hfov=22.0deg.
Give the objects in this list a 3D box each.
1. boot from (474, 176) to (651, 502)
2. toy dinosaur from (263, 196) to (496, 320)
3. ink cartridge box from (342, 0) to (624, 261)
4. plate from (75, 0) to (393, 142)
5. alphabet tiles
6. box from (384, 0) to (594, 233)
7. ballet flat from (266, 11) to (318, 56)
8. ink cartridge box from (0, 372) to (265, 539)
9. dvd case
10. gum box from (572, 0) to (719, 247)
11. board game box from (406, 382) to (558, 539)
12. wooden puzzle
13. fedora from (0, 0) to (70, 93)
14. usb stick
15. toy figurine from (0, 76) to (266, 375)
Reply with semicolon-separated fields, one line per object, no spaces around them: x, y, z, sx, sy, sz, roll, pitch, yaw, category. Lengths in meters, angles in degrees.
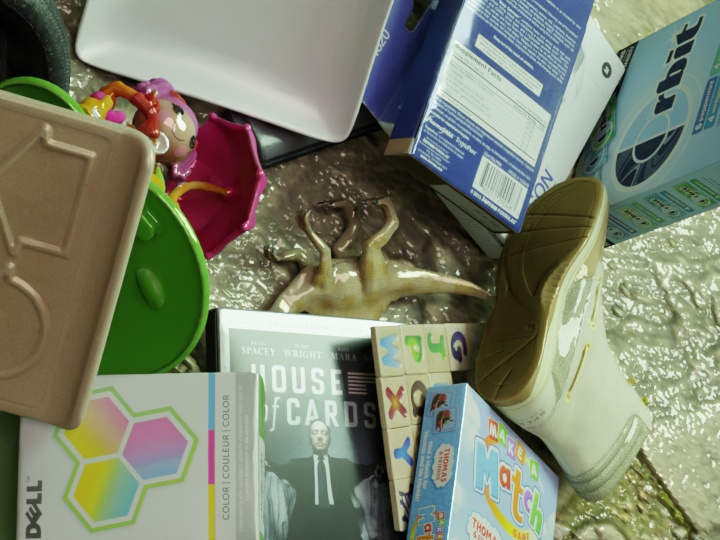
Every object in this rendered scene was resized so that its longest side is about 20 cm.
0.161;0.049;1.347;0.155;0.072;0.201;47;51;-37;boot
0.000;0.000;1.312;0.198;0.058;0.102;-9;98;-25;toy dinosaur
0.098;-0.145;1.363;0.200;0.040;0.200;47;60;-31;ink cartridge box
-0.073;-0.204;1.238;0.198;0.201;0.032;17;27;-6;plate
0.061;0.137;1.274;0.167;0.007;0.202;1;80;-60;alphabet tiles
0.096;-0.142;1.312;0.121;0.032;0.201;33;70;-36;box
-0.091;-0.203;1.304;0.064;0.076;0.200;-41;95;2;ballet flat
-0.157;0.120;1.126;0.198;0.059;0.105;-1;74;0;ink cartridge box
-0.030;0.128;1.209;0.149;0.025;0.202;5;75;-32;dvd case
0.240;-0.116;1.374;0.044;0.200;0.171;30;66;-19;gum box
0.080;0.199;1.244;0.151;0.036;0.201;45;44;-45;board game box
-0.233;-0.020;1.074;0.198;0.046;0.187;17;106;-3;wooden puzzle
-0.281;-0.120;1.139;0.200;0.091;0.202;-23;127;-34;fedora
-0.009;-0.122;1.337;0.199;0.033;0.056;-21;89;-31;usb stick
-0.138;-0.059;1.185;0.201;0.149;0.184;64;30;-14;toy figurine
